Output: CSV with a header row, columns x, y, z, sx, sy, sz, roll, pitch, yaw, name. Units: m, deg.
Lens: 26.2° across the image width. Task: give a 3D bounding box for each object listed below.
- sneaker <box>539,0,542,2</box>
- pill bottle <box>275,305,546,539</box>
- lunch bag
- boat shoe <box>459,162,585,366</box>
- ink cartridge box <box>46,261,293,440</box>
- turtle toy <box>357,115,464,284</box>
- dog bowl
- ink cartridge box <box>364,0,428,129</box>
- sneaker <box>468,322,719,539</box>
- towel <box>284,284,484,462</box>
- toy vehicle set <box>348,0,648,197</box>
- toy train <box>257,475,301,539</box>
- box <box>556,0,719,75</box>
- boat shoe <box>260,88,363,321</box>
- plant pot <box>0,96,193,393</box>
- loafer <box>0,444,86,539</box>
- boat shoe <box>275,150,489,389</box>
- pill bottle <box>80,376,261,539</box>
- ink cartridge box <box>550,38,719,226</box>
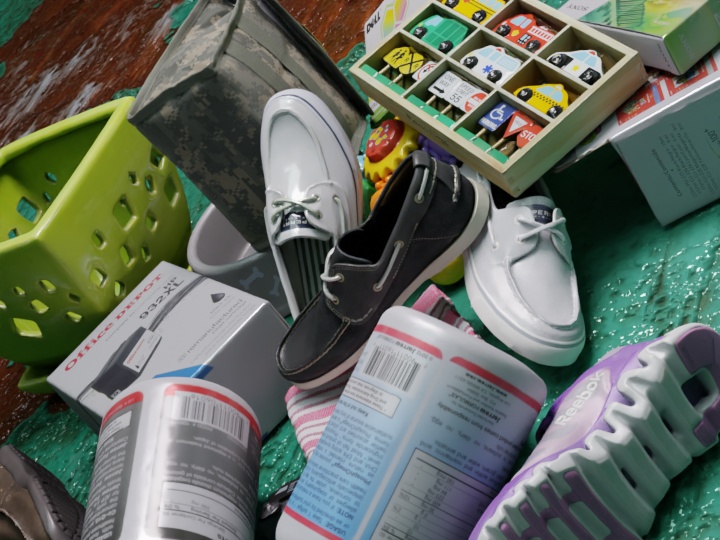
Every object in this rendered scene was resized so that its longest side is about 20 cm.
x,y,z,sx,sy,sz,roll,pitch,yaw,name
0.136,-0.183,1.322,0.083,0.071,0.200,-47,24,18,sneaker
0.019,0.131,0.886,0.109,0.109,0.201,18,79,59,pill bottle
-0.078,-0.146,1.278,0.117,0.164,0.200,-28,29,31,lunch bag
0.111,-0.022,1.043,0.200,0.072,0.069,-99,22,-50,boat shoe
-0.143,0.083,1.220,0.145,0.084,0.200,-47,28,-15,ink cartridge box
0.064,-0.092,1.189,0.200,0.101,0.146,-50,26,6,turtle toy
-0.066,-0.042,1.347,0.200,0.059,0.200,-29,28,17,dog bowl
0.061,-0.235,1.309,0.148,0.075,0.201,140,129,-64,ink cartridge box
0.126,0.109,0.869,0.200,0.081,0.088,-44,20,-21,sneaker
0.018,0.079,1.039,0.146,0.030,0.200,-34,15,0,towel
0.093,-0.139,1.096,0.124,0.027,0.200,-42,42,-8,toy vehicle set
0.018,0.126,1.016,0.199,0.034,0.046,-28,18,22,toy train
0.247,-0.219,1.078,0.200,0.036,0.144,-42,27,-9,box
-0.034,-0.036,1.145,0.073,0.201,0.067,-15,5,25,boat shoe
-0.255,-0.009,1.393,0.199,0.182,0.199,-16,34,37,plant pot
-0.254,0.201,1.205,0.071,0.073,0.200,-54,24,-7,loafer
0.000,0.000,1.068,0.200,0.067,0.072,-48,37,22,boat shoe
-0.126,0.178,1.008,0.114,0.114,0.201,-25,38,24,pill bottle
0.221,-0.131,1.103,0.175,0.084,0.200,-28,28,19,ink cartridge box
